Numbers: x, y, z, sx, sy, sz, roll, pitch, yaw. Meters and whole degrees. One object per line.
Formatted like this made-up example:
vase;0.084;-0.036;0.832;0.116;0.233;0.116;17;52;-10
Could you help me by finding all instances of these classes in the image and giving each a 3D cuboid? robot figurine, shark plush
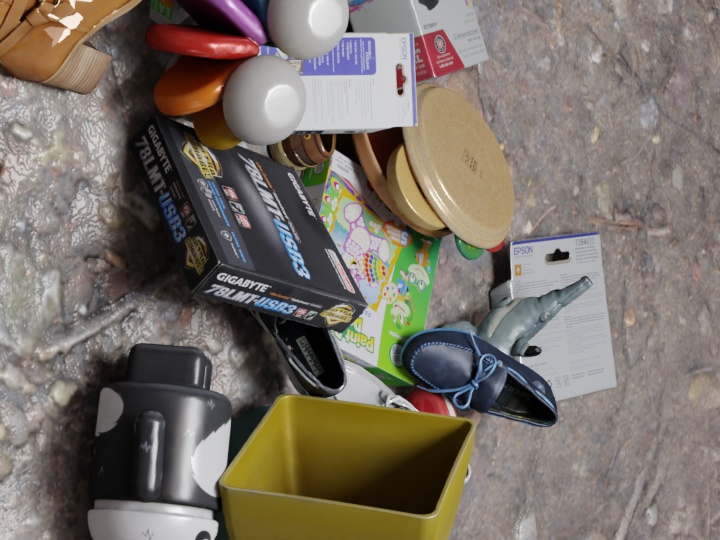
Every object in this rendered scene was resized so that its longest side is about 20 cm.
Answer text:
robot figurine;-0.179;0.170;1.546;0.150;0.124;0.201;18;73;-46
shark plush;0.182;0.080;1.932;0.091;0.199;0.083;59;4;-38

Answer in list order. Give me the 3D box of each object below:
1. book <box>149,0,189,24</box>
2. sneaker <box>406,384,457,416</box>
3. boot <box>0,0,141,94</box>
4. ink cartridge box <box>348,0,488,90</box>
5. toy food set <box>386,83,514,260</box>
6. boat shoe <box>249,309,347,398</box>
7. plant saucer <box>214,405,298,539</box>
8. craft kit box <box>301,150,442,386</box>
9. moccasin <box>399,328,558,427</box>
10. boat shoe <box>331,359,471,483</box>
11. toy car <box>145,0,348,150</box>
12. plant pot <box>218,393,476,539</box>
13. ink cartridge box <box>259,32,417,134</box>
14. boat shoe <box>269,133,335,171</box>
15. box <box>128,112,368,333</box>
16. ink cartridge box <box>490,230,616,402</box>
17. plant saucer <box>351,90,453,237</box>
book;-0.142;-0.334;1.599;0.048;0.200;0.134;31;55;9
sneaker;0.044;0.218;1.829;0.115;0.078;0.201;14;75;-48
boot;-0.269;-0.265;1.502;0.155;0.077;0.201;22;97;-48
ink cartridge box;0.048;-0.303;1.846;0.146;0.082;0.201;-28;102;-58
toy food set;0.101;-0.107;1.847;0.198;0.049;0.201;36;41;-38
boat shoe;-0.074;0.037;1.682;0.071;0.068;0.201;-27;91;-18
plant saucer;-0.080;0.237;1.718;0.199;0.036;0.201;5;83;-48
craft kit box;0.000;0.000;1.826;0.200;0.048;0.199;28;68;-43
moccasin;0.138;0.116;1.848;0.199;0.068;0.081;17;110;-27
boat shoe;0.033;0.161;1.780;0.200;0.068;0.072;47;60;-3
toy car;-0.122;-0.220;1.580;0.150;0.175;0.201;30;85;-37
plant pot;-0.010;0.247;1.606;0.200;0.199;0.177;-55;150;-64
ink cartridge box;-0.044;-0.187;1.713;0.199;0.039;0.100;-1;86;-9
boat shoe;-0.045;-0.202;1.774;0.072;0.067;0.201;16;75;-46
box;-0.107;-0.043;1.625;0.198;0.050;0.201;17;36;-44
ink cartridge box;0.234;0.058;2.083;0.199;0.040;0.201;-6;91;-48
plant saucer;0.052;-0.128;1.865;0.200;0.032;0.201;35;43;-39
